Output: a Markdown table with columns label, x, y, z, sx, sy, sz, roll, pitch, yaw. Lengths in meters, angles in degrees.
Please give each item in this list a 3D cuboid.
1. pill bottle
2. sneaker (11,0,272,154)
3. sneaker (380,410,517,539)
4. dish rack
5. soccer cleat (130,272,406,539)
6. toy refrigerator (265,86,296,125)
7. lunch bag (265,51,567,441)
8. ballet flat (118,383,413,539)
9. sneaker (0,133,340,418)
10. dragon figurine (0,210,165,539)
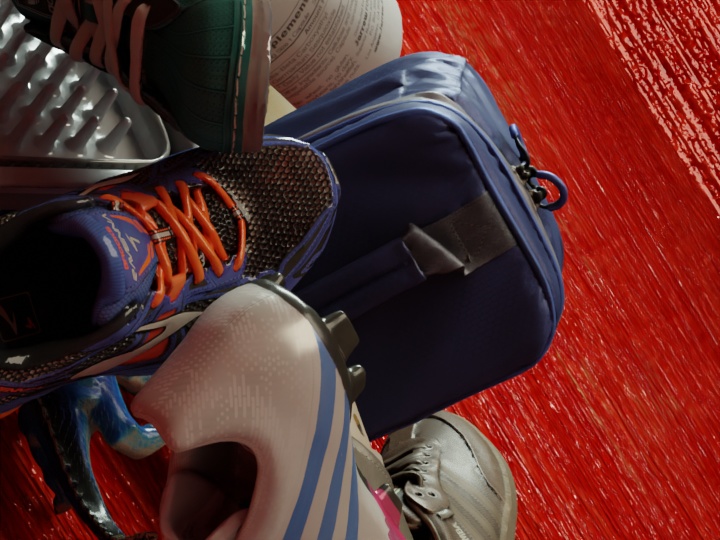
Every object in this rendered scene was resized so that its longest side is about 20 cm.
| label | x | y | z | sx | sy | sz | roll | pitch | yaw |
| --- | --- | --- | --- | --- | --- | --- | --- | --- | --- |
| pill bottle | -0.070 | -0.154 | 1.457 | 0.200 | 0.114 | 0.115 | 37 | 25 | -54 |
| sneaker | -0.086 | -0.096 | 0.980 | 0.200 | 0.079 | 0.072 | -123 | -146 | -58 |
| sneaker | 0.032 | 0.119 | 1.314 | 0.076 | 0.070 | 0.200 | 48 | 17 | -31 |
| dish rack | -0.163 | -0.085 | 1.012 | 0.199 | 0.044 | 0.172 | 0 | 51 | -41 |
| soccer cleat | -0.031 | 0.088 | 0.975 | 0.070 | 0.086 | 0.201 | 30 | -29 | 39 |
| toy refrigerator | -0.088 | -0.071 | 1.301 | 0.200 | 0.076 | 0.070 | 41 | 22 | -47 |
| lunch bag | 0.000 | 0.000 | 1.197 | 0.136 | 0.199 | 0.132 | 59 | 15 | -13 |
| ballet flat | -0.039 | 0.054 | 1.122 | 0.200 | 0.064 | 0.067 | 39 | -29 | -3 |
| sneaker | -0.085 | 0.003 | 0.935 | 0.076 | 0.199 | 0.078 | 61 | -30 | 3 |
| dragon figurine | -0.119 | 0.032 | 1.014 | 0.100 | 0.059 | 0.200 | 50 | 16 | -27 |
